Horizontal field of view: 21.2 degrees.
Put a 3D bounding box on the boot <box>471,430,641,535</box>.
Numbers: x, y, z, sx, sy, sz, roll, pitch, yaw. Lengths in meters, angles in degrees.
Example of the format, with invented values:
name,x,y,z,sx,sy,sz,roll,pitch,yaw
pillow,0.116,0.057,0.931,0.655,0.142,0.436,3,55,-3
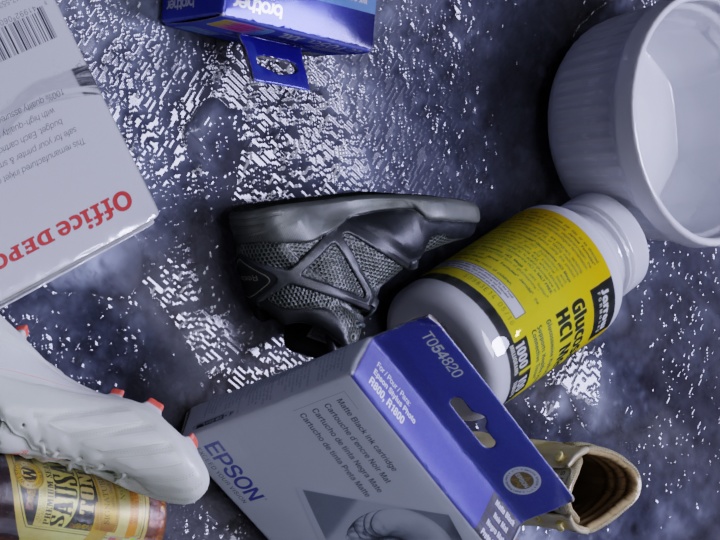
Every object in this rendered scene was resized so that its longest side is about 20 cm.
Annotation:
name,x,y,z,sx,sy,sz,roll,pitch,yaw
boot,0.089,0.155,1.393,0.200,0.155,0.073,4,89,-40

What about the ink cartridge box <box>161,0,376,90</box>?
name,x,y,z,sx,sy,sz,roll,pitch,yaw
ink cartridge box,-0.057,-0.225,1.315,0.136,0.076,0.201,7,89,-40

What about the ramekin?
name,x,y,z,sx,sy,sz,roll,pitch,yaw
ramekin,0.239,-0.117,1.539,0.200,0.105,0.201,3,86,-43

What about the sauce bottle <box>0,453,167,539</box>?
name,x,y,z,sx,sy,sz,roll,pitch,yaw
sauce bottle,-0.216,0.146,1.197,0.200,0.066,0.066,13,83,-41

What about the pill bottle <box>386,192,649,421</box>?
name,x,y,z,sx,sy,sz,roll,pitch,yaw
pill bottle,0.124,0.020,1.447,0.200,0.112,0.113,-32,111,-34

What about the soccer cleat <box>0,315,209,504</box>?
name,x,y,z,sx,sy,sz,roll,pitch,yaw
soccer cleat,-0.187,0.096,1.185,0.200,0.069,0.078,34,47,-7

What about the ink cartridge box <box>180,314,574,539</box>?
name,x,y,z,sx,sy,sz,roll,pitch,yaw
ink cartridge box,0.013,0.138,1.310,0.200,0.200,0.041,51,30,-28

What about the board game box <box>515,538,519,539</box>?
name,x,y,z,sx,sy,sz,roll,pitch,yaw
board game box,0.080,0.295,1.447,0.095,0.030,0.200,28,85,-37

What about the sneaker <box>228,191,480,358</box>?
name,x,y,z,sx,sy,sz,roll,pitch,yaw
sneaker,0.000,0.000,1.370,0.199,0.076,0.115,-10,99,-36

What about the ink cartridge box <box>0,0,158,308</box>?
name,x,y,z,sx,sy,sz,roll,pitch,yaw
ink cartridge box,-0.233,-0.085,1.143,0.146,0.086,0.200,-31,101,-35
